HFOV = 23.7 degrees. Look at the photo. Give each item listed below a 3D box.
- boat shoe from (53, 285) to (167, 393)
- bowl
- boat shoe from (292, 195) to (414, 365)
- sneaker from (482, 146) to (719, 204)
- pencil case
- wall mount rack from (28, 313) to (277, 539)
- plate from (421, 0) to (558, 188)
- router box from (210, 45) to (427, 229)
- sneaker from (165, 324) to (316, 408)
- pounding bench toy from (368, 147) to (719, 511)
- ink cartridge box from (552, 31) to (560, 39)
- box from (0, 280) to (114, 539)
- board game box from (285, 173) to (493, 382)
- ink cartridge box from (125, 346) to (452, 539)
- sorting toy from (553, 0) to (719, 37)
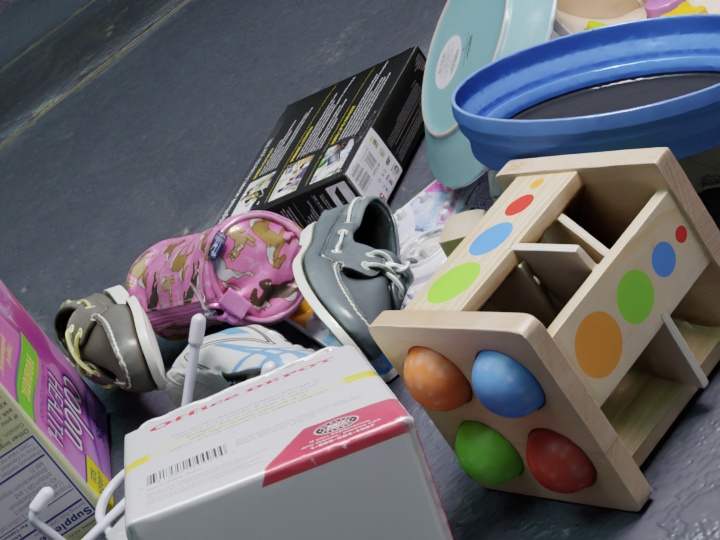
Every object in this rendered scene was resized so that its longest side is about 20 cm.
[{"bbox_3d":[-0.186,0.055,1.259,0.060,0.072,0.202,-17,11,-14],"label":"boat shoe"},{"bbox_3d":[0.155,-0.105,1.018,0.200,0.039,0.201,-12,20,4],"label":"bowl"},{"bbox_3d":[0.000,0.000,1.119,0.062,0.073,0.200,-35,18,9],"label":"boat shoe"},{"bbox_3d":[0.173,-0.054,1.074,0.200,0.082,0.075,-2,3,31],"label":"sneaker"},{"bbox_3d":[-0.108,0.007,1.267,0.086,0.083,0.200,1,-5,-24],"label":"pencil case"},{"bbox_3d":[-0.118,0.126,1.077,0.174,0.075,0.200,-46,30,-10],"label":"wall mount rack"},{"bbox_3d":[0.083,-0.157,1.223,0.200,0.026,0.201,-165,90,-70],"label":"plate"},{"bbox_3d":[-0.025,-0.093,1.420,0.149,0.051,0.200,-21,27,34],"label":"router box"},{"bbox_3d":[-0.057,0.066,1.134,0.200,0.072,0.073,0,47,51],"label":"sneaker"},{"bbox_3d":[0.084,0.035,0.935,0.156,0.124,0.200,-48,26,-27],"label":"pounding bench toy"},{"bbox_3d":[0.158,-0.275,1.336,0.145,0.200,0.083,-26,28,21],"label":"ink cartridge box"},{"bbox_3d":[-0.272,0.090,1.215,0.097,0.200,0.176,-33,23,3],"label":"box"},{"bbox_3d":[0.046,-0.016,1.211,0.200,0.026,0.200,-40,23,-10],"label":"board game box"},{"bbox_3d":[-0.043,0.117,0.899,0.145,0.084,0.200,-21,10,-4],"label":"ink cartridge box"},{"bbox_3d":[0.227,-0.189,1.219,0.200,0.107,0.180,-26,35,3],"label":"sorting toy"}]
